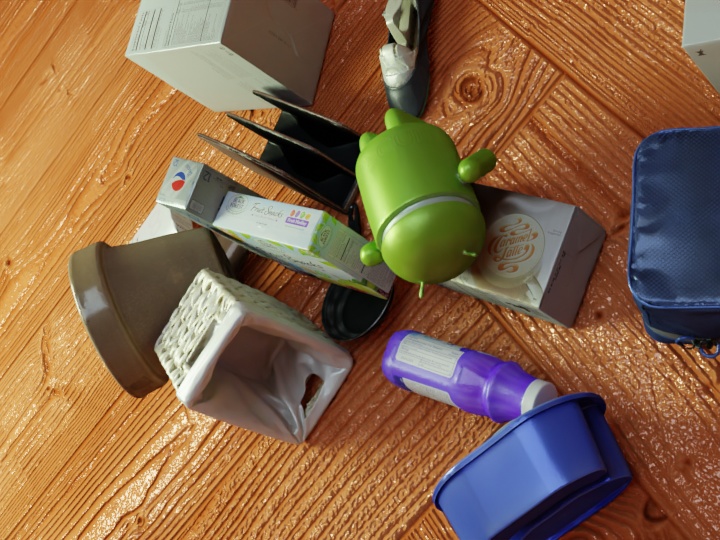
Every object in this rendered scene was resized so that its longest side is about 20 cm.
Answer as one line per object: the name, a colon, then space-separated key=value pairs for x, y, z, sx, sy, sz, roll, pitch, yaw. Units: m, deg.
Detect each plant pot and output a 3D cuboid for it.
plant pot: x=-0.245 y=0.034 z=1.352 sx=0.173 sy=0.201 sz=0.202 roll=-24 pitch=55 yaw=1

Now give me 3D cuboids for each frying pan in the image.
frying pan: x=-0.012 y=0.012 z=1.333 sx=0.115 sy=0.031 sz=0.191 roll=-43 pitch=39 yaw=15

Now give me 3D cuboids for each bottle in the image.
bottle: x=0.116 y=0.117 z=1.149 sx=0.198 sy=0.083 sz=0.066 roll=15 pitch=82 yaw=43

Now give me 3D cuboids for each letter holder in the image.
letter holder: x=-0.101 y=-0.170 z=1.405 sx=0.199 sy=0.141 sz=0.102 roll=27 pitch=91 yaw=43

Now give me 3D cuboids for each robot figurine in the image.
robot figurine: x=0.062 y=-0.073 z=1.138 sx=0.175 sy=0.115 sz=0.202 roll=-39 pitch=52 yaw=29

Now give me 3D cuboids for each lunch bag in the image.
lunch bag: x=0.325 y=-0.020 z=1.001 sx=0.134 sy=0.132 sz=0.203 roll=1 pitch=72 yaw=23

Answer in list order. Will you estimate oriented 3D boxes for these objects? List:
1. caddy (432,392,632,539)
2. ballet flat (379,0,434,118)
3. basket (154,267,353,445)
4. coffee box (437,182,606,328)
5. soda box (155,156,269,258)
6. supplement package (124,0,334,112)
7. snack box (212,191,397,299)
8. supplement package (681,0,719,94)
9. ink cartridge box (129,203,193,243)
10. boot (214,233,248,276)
caddy: x=0.163 y=0.196 z=1.043 sx=0.199 sy=0.141 sz=0.106 roll=-40 pitch=57 yaw=20
ballet flat: x=0.053 y=-0.289 z=1.374 sx=0.072 sy=0.073 sz=0.203 roll=-6 pitch=70 yaw=38
basket: x=-0.130 y=0.103 z=1.288 sx=0.137 sy=0.199 sz=0.123 roll=-56 pitch=43 yaw=6
coffee box: x=0.152 y=-0.025 z=1.178 sx=0.198 sy=0.079 sz=0.116 roll=19 pitch=85 yaw=43
soda box: x=-0.162 y=-0.075 z=1.379 sx=0.068 sy=0.199 sz=0.064 roll=15 pitch=81 yaw=42
supplement package: x=-0.181 y=-0.331 z=1.501 sx=0.198 sy=0.190 sz=0.149 roll=3 pitch=74 yaw=40
snack box: x=-0.066 y=-0.032 z=1.287 sx=0.199 sy=0.142 sz=0.054 roll=15 pitch=76 yaw=49
supplement package: x=0.408 y=-0.281 z=1.018 sx=0.150 sy=0.150 sz=0.203 roll=-3 pitch=70 yaw=38
ink cartridge box: x=-0.291 y=0.009 z=1.517 sx=0.163 sy=0.057 sz=0.201 roll=-50 pitch=30 yaw=21
boot: x=-0.187 y=0.039 z=1.452 sx=0.185 sy=0.064 sz=0.202 roll=26 pitch=86 yaw=44
